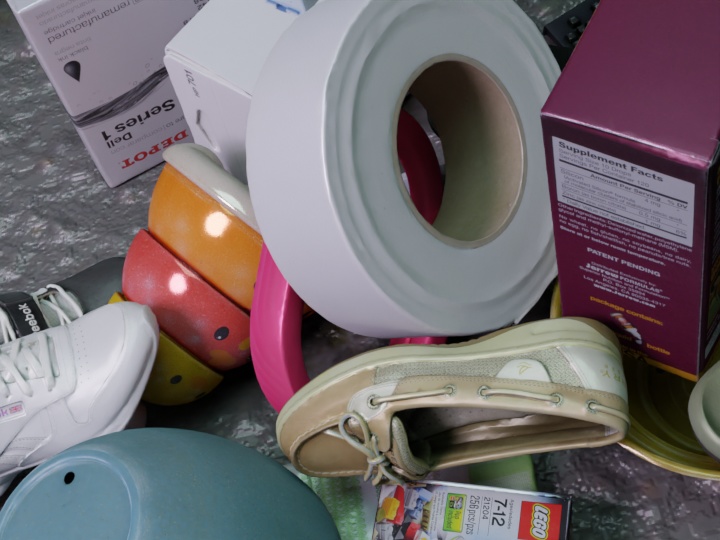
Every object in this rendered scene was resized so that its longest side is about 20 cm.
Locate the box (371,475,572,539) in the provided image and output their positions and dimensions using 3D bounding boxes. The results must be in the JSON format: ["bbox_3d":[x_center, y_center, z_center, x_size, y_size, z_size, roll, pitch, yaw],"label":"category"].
[{"bbox_3d":[0.050,0.211,0.743,0.109,0.035,0.202,4,57,11],"label":"box"}]

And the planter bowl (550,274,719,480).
[{"bbox_3d":[0.212,0.046,0.817,0.198,0.084,0.202,-6,56,9],"label":"planter bowl"}]

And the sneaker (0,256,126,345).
[{"bbox_3d":[-0.222,0.050,0.904,0.200,0.089,0.074,-41,57,-17],"label":"sneaker"}]

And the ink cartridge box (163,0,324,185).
[{"bbox_3d":[-0.026,-0.156,0.959,0.085,0.147,0.201,29,67,24],"label":"ink cartridge box"}]

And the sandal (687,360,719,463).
[{"bbox_3d":[0.256,0.027,0.735,0.201,0.058,0.080,-41,59,-15],"label":"sandal"}]

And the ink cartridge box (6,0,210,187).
[{"bbox_3d":[-0.151,-0.168,0.963,0.145,0.201,0.085,-28,59,-6],"label":"ink cartridge box"}]

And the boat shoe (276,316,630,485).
[{"bbox_3d":[0.046,0.082,0.757,0.198,0.074,0.064,-13,45,14],"label":"boat shoe"}]

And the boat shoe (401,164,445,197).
[{"bbox_3d":[0.112,-0.050,0.914,0.198,0.071,0.066,-3,29,22],"label":"boat shoe"}]

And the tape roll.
[{"bbox_3d":[0.035,-0.062,0.790,0.070,0.202,0.204,-5,49,49],"label":"tape roll"}]

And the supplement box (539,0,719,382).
[{"bbox_3d":[0.157,-0.047,0.716,0.085,0.201,0.111,20,64,23],"label":"supplement box"}]

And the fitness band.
[{"bbox_3d":[0.000,0.000,0.841,0.037,0.143,0.203,5,83,46],"label":"fitness band"}]

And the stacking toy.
[{"bbox_3d":[-0.114,0.035,0.890,0.146,0.146,0.201,36,90,29],"label":"stacking toy"}]

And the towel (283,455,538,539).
[{"bbox_3d":[0.012,0.167,0.814,0.198,0.031,0.151,-12,57,4],"label":"towel"}]

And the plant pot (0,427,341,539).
[{"bbox_3d":[-0.122,0.166,0.752,0.198,0.135,0.202,-14,55,20],"label":"plant pot"}]

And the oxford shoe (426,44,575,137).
[{"bbox_3d":[0.136,-0.107,0.931,0.198,0.085,0.073,-9,72,-12],"label":"oxford shoe"}]

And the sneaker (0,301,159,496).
[{"bbox_3d":[-0.206,0.078,0.815,0.199,0.100,0.075,-33,50,11],"label":"sneaker"}]

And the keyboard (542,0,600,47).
[{"bbox_3d":[0.219,-0.220,1.026,0.199,0.021,0.127,-32,57,-10],"label":"keyboard"}]
